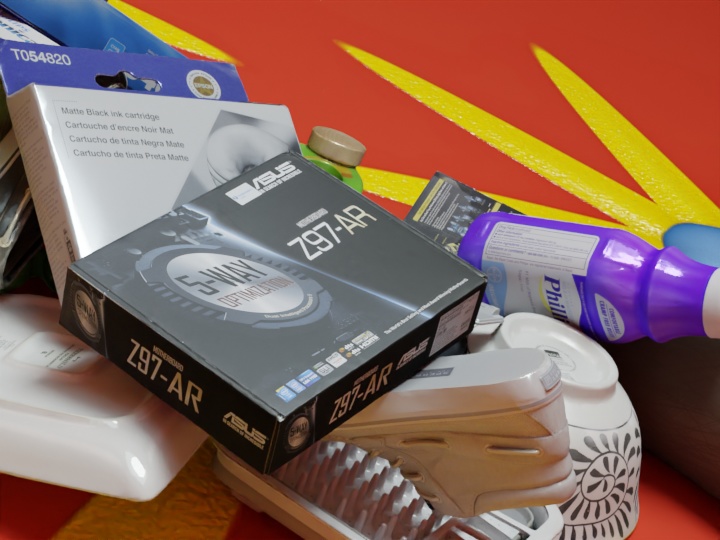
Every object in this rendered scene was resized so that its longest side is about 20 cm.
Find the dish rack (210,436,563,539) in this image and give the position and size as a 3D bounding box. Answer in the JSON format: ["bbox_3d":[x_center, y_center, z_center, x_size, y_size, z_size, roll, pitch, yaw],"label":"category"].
[{"bbox_3d":[0.012,0.140,1.245,0.199,0.044,0.171,32,27,17],"label":"dish rack"}]

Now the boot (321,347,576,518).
[{"bbox_3d":[0.029,0.105,1.193,0.199,0.096,0.074,-4,20,26],"label":"boot"}]

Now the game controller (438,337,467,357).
[{"bbox_3d":[-0.032,0.045,1.330,0.199,0.042,0.104,7,24,16],"label":"game controller"}]

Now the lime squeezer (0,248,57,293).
[{"bbox_3d":[-0.208,0.005,1.316,0.199,0.038,0.071,5,28,-26],"label":"lime squeezer"}]

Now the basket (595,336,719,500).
[{"bbox_3d":[0.252,0.081,1.459,0.199,0.181,0.136,26,40,30],"label":"basket"}]

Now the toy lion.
[{"bbox_3d":[-0.092,-0.080,1.531,0.199,0.069,0.192,20,16,-10],"label":"toy lion"}]

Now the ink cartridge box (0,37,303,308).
[{"bbox_3d":[-0.119,-0.064,1.270,0.199,0.041,0.201,1,61,-41],"label":"ink cartridge box"}]

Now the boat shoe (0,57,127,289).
[{"bbox_3d":[-0.194,-0.061,1.287,0.063,0.071,0.200,21,52,17],"label":"boat shoe"}]

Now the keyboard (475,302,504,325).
[{"bbox_3d":[0.000,0.000,1.364,0.199,0.011,0.056,21,14,20],"label":"keyboard"}]

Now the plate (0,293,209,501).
[{"bbox_3d":[-0.175,0.061,1.180,0.199,0.033,0.200,11,23,14],"label":"plate"}]

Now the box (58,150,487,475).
[{"bbox_3d":[-0.047,0.017,1.162,0.160,0.044,0.200,34,40,24],"label":"box"}]

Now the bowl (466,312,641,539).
[{"bbox_3d":[0.116,0.091,1.376,0.200,0.095,0.201,19,25,-9],"label":"bowl"}]

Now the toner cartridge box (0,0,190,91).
[{"bbox_3d":[-0.194,-0.171,1.408,0.200,0.043,0.095,33,-2,-32],"label":"toner cartridge box"}]

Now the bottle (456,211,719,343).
[{"bbox_3d":[0.167,0.010,1.404,0.199,0.084,0.065,10,53,30],"label":"bottle"}]

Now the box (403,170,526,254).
[{"bbox_3d":[0.102,0.002,1.595,0.161,0.049,0.200,27,25,3],"label":"box"}]

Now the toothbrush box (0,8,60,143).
[{"bbox_3d":[-0.285,-0.077,1.288,0.086,0.146,0.200,33,27,20],"label":"toothbrush box"}]
